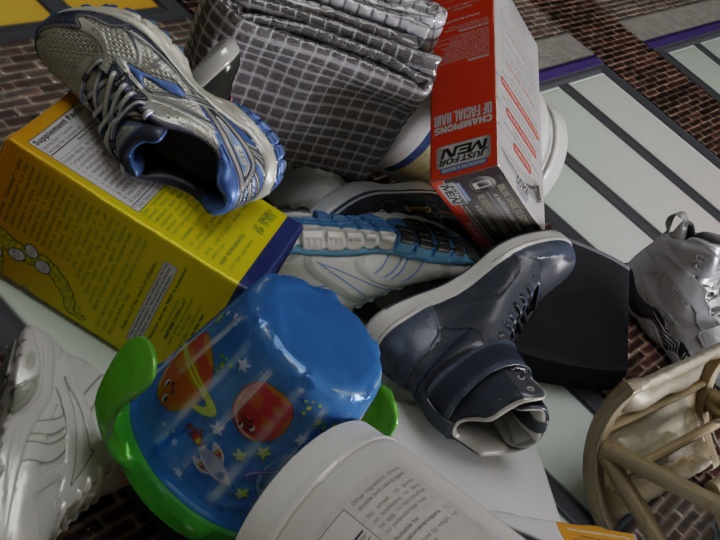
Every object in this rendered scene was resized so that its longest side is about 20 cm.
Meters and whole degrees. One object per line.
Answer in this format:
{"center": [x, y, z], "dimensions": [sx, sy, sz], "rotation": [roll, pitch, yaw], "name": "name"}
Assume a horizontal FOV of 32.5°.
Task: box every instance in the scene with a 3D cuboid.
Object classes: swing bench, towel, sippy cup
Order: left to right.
{"center": [-0.059, 0.077, 0.742], "dimensions": [0.140, 0.130, 0.178], "rotation": [46, 27, 7], "name": "sippy cup"}
{"center": [-0.045, -0.156, 1.006], "dimensions": [0.199, 0.166, 0.086], "rotation": [14, 55, -14], "name": "towel"}
{"center": [0.299, 0.173, 1.004], "dimensions": [0.198, 0.130, 0.200], "rotation": [-12, 48, -46], "name": "swing bench"}

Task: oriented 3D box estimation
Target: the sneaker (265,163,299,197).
{"center": [-0.086, -0.102, 1.098], "dimensions": [0.199, 0.075, 0.089], "rotation": [-8, 54, -32], "name": "sneaker"}

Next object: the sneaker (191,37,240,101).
{"center": [-0.114, -0.094, 0.955], "dimensions": [0.099, 0.200, 0.071], "rotation": [40, 49, -5], "name": "sneaker"}

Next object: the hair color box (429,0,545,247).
{"center": [0.106, -0.135, 1.037], "dimensions": [0.111, 0.064, 0.201], "rotation": [46, 38, -50], "name": "hair color box"}

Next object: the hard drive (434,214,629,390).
{"center": [0.157, 0.027, 1.092], "dimensions": [0.199, 0.042, 0.136], "rotation": [14, 71, -27], "name": "hard drive"}

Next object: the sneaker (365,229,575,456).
{"center": [0.121, 0.058, 0.958], "dimensions": [0.202, 0.077, 0.146], "rotation": [-29, 51, -22], "name": "sneaker"}

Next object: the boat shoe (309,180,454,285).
{"center": [0.031, -0.028, 1.087], "dimensions": [0.091, 0.071, 0.200], "rotation": [43, 33, 23], "name": "boat shoe"}

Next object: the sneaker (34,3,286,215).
{"center": [-0.147, -0.110, 0.849], "dimensions": [0.199, 0.077, 0.085], "rotation": [34, 37, 3], "name": "sneaker"}

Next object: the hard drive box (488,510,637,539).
{"center": [0.131, 0.262, 0.792], "dimensions": [0.155, 0.077, 0.201], "rotation": [13, 38, -26], "name": "hard drive box"}

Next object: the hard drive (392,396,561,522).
{"center": [0.053, 0.152, 0.916], "dimensions": [0.199, 0.026, 0.132], "rotation": [16, 37, -24], "name": "hard drive"}

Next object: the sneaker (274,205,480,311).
{"center": [0.000, 0.000, 1.008], "dimensions": [0.198, 0.087, 0.075], "rotation": [4, 21, -15], "name": "sneaker"}

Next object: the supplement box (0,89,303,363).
{"center": [-0.162, -0.023, 0.891], "dimensions": [0.199, 0.110, 0.109], "rotation": [33, 33, -1], "name": "supplement box"}

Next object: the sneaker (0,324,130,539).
{"center": [-0.176, 0.117, 0.732], "dimensions": [0.099, 0.078, 0.201], "rotation": [23, 35, -20], "name": "sneaker"}

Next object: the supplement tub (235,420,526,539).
{"center": [0.039, 0.188, 0.668], "dimensions": [0.199, 0.133, 0.132], "rotation": [34, 31, 27], "name": "supplement tub"}

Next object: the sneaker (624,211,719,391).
{"center": [0.345, 0.038, 1.220], "dimensions": [0.075, 0.115, 0.200], "rotation": [-13, 54, -47], "name": "sneaker"}

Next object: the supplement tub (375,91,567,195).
{"center": [0.092, -0.142, 1.205], "dimensions": [0.199, 0.145, 0.145], "rotation": [20, 34, -37], "name": "supplement tub"}
